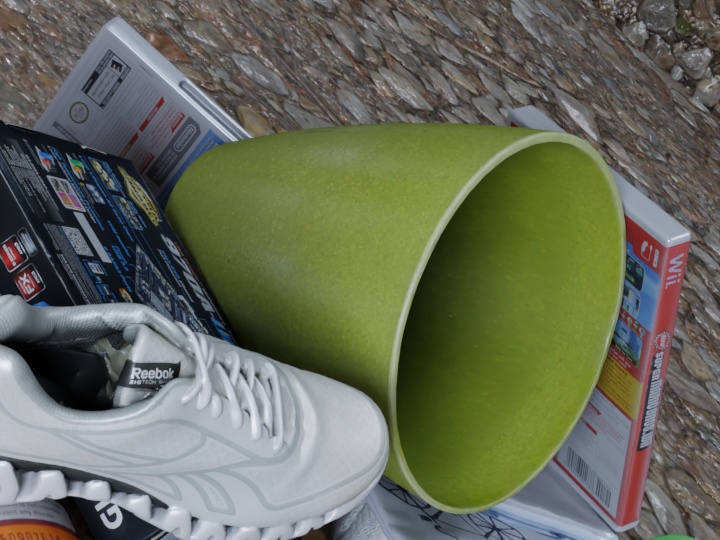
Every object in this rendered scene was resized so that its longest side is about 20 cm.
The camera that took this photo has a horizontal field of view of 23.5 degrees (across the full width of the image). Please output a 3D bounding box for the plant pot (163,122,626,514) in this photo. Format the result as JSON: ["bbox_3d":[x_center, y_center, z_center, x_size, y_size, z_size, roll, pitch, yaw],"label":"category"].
[{"bbox_3d":[0.000,0.000,0.878,0.200,0.187,0.187,19,5,37],"label":"plant pot"}]

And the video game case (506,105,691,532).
[{"bbox_3d":[0.118,0.028,0.957,0.017,0.200,0.143,-17,40,-25],"label":"video game case"}]

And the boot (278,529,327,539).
[{"bbox_3d":[-0.078,0.142,0.826,0.201,0.071,0.144,37,22,-25],"label":"boot"}]

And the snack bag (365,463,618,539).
[{"bbox_3d":[0.069,0.124,0.929,0.188,0.021,0.200,24,15,-24],"label":"snack bag"}]

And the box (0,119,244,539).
[{"bbox_3d":[-0.106,0.030,0.775,0.200,0.046,0.159,58,13,13],"label":"box"}]

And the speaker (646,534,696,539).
[{"bbox_3d":[0.221,0.263,1.092,0.088,0.088,0.200,28,26,-33],"label":"speaker"}]

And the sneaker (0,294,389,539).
[{"bbox_3d":[-0.068,0.053,0.645,0.200,0.081,0.075,10,53,-31],"label":"sneaker"}]

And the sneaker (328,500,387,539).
[{"bbox_3d":[0.046,0.147,1.023,0.105,0.076,0.200,41,21,-7],"label":"sneaker"}]

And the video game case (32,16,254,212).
[{"bbox_3d":[-0.103,-0.034,1.014,0.200,0.143,0.018,42,39,-2],"label":"video game case"}]

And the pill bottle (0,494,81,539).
[{"bbox_3d":[-0.190,0.077,0.696,0.114,0.114,0.200,14,36,-50],"label":"pill bottle"}]
